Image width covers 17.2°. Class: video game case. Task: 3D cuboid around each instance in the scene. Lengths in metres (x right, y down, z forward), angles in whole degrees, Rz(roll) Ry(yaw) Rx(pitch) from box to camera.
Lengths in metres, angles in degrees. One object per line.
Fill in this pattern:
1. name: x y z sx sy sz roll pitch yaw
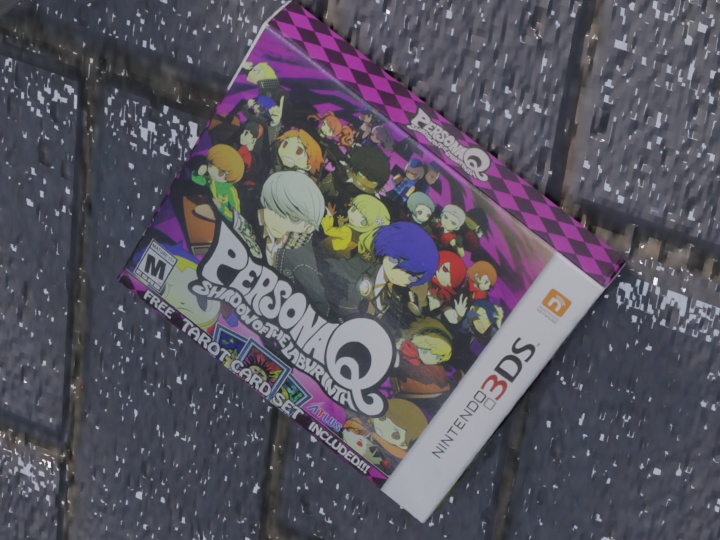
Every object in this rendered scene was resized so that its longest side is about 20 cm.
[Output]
1. video game case: 0.000 0.000 1.136 0.200 0.036 0.182 38 128 4

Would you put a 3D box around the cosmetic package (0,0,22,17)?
1. cosmetic package: -0.240 -0.206 1.065 0.166 0.166 0.201 -3 117 30
